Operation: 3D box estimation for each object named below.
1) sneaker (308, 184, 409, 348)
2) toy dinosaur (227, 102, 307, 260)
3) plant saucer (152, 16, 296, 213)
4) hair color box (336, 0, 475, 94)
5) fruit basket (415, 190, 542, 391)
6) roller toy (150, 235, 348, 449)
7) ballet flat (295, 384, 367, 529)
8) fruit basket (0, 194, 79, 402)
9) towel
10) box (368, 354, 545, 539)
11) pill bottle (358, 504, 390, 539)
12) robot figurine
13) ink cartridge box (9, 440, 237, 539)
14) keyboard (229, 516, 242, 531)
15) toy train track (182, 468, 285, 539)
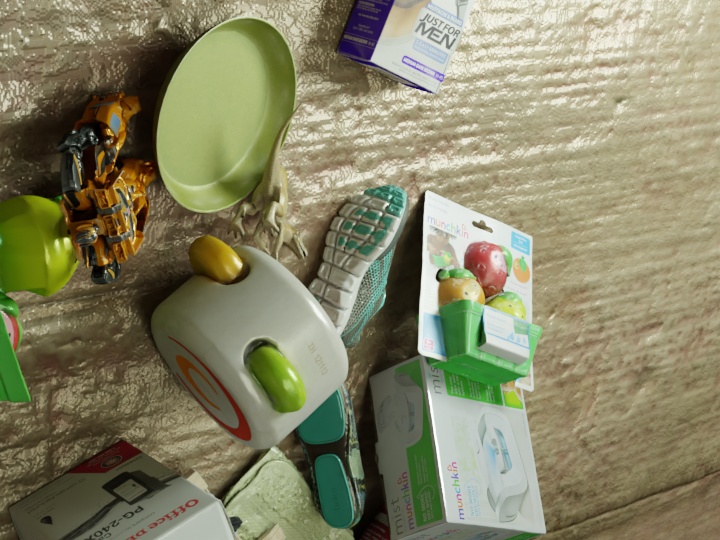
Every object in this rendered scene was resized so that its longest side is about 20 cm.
[{"bbox_3d":[0.000,0.000,1.720,0.200,0.077,0.091,-60,148,1],"label":"sneaker"},{"bbox_3d":[-0.093,-0.074,1.594,0.200,0.058,0.101,88,20,-45],"label":"toy dinosaur"},{"bbox_3d":[-0.139,-0.156,1.531,0.200,0.031,0.201,-33,134,-41],"label":"plant saucer"},{"bbox_3d":[0.066,-0.301,1.650,0.109,0.065,0.201,19,93,-42],"label":"hair color box"},{"bbox_3d":[0.142,0.024,1.794,0.185,0.094,0.201,22,67,-37],"label":"fruit basket"},{"bbox_3d":[-0.109,0.072,1.571,0.140,0.200,0.183,-41,162,-20],"label":"roller toy"},{"bbox_3d":[-0.032,0.191,1.761,0.074,0.074,0.201,-14,104,-36],"label":"ballet flat"},{"bbox_3d":[-0.324,0.001,1.397,0.215,0.156,0.216,-9,117,-19],"label":"fruit basket"},{"bbox_3d":[-0.097,0.304,1.770,0.148,0.036,0.200,-49,131,-13],"label":"towel"},{"bbox_3d":[0.110,0.215,1.806,0.176,0.097,0.201,16,58,-42],"label":"box"},{"bbox_3d":[0.026,0.376,1.850,0.200,0.113,0.113,-51,131,-12],"label":"pill bottle"},{"bbox_3d":[-0.228,-0.078,1.411,0.058,0.200,0.145,-10,121,5],"label":"robot figurine"},{"bbox_3d":[-0.231,0.260,1.523,0.145,0.200,0.084,-30,118,-28],"label":"ink cartridge box"},{"bbox_3d":[-0.207,0.333,1.624,0.200,0.021,0.127,-51,157,19],"label":"keyboard"},{"bbox_3d":[-0.140,0.296,1.690,0.115,0.033,0.200,-40,123,-19],"label":"toy train track"}]
